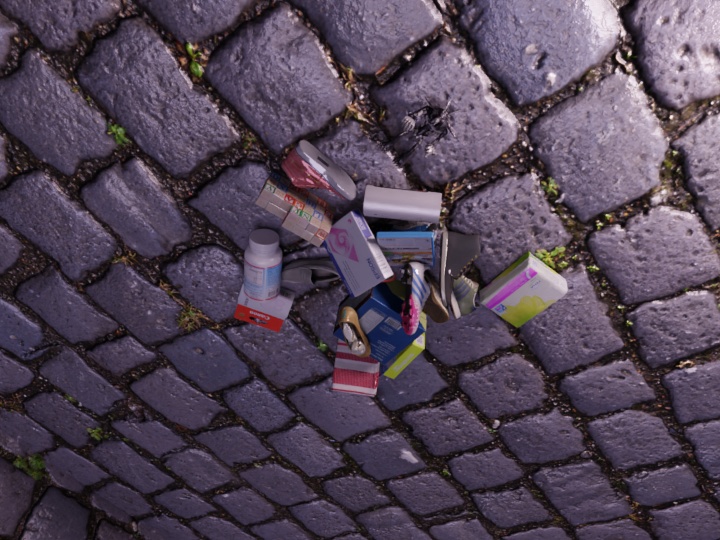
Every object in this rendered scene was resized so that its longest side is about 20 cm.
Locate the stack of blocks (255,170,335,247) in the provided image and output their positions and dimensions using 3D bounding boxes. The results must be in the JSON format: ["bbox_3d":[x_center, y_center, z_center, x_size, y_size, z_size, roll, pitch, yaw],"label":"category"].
[{"bbox_3d":[-0.170,-0.161,1.570,0.199,0.116,0.059,30,129,-15],"label":"stack of blocks"}]

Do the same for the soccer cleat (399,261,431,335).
[{"bbox_3d":[0.157,0.076,1.636,0.086,0.070,0.202,-3,99,-24],"label":"soccer cleat"}]

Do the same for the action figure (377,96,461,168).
[{"bbox_3d":[0.140,-0.317,1.395,0.200,0.102,0.119,-35,106,34],"label":"action figure"}]

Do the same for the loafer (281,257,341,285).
[{"bbox_3d":[-0.143,0.007,1.736,0.199,0.070,0.070,-10,128,18],"label":"loafer"}]

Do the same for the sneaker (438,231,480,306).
[{"bbox_3d":[0.265,-0.003,1.597,0.105,0.075,0.202,3,88,4],"label":"sneaker"}]

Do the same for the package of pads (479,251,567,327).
[{"bbox_3d":[0.456,0.060,1.678,0.154,0.068,0.200,32,128,-16],"label":"package of pads"}]

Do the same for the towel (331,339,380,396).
[{"bbox_3d":[-0.009,0.283,1.876,0.143,0.201,0.023,7,162,4],"label":"towel"}]

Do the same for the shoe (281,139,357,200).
[{"bbox_3d":[-0.105,-0.235,1.529,0.200,0.072,0.091,40,127,-16],"label":"shoe"}]

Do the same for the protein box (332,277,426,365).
[{"bbox_3d":[0.059,0.138,1.769,0.198,0.135,0.200,32,128,-17],"label":"protein box"}]

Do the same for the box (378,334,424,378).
[{"bbox_3d":[0.127,0.244,1.855,0.047,0.122,0.200,26,130,-15],"label":"box"}]

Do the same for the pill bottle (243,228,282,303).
[{"bbox_3d":[-0.278,-0.014,1.714,0.108,0.109,0.201,11,126,1],"label":"pill bottle"}]

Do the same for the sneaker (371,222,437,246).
[{"bbox_3d":[0.112,-0.077,1.623,0.199,0.075,0.087,-3,135,12],"label":"sneaker"}]

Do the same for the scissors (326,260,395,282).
[{"bbox_3d":[0.000,0.000,1.689,0.198,0.074,0.014,-1,158,-4],"label":"scissors"}]

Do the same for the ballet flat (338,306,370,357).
[{"bbox_3d":[-0.022,0.192,1.698,0.068,0.063,0.201,-9,127,18],"label":"ballet flat"}]

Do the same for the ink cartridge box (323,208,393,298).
[{"bbox_3d":[-0.025,-0.035,1.604,0.200,0.043,0.197,-33,84,47],"label":"ink cartridge box"}]

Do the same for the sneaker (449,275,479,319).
[{"bbox_3d":[0.288,0.041,1.702,0.089,0.067,0.201,-17,119,-1],"label":"sneaker"}]

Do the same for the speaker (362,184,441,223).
[{"bbox_3d":[0.108,-0.169,1.538,0.199,0.081,0.082,7,131,5],"label":"speaker"}]

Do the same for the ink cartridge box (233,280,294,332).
[{"bbox_3d":[-0.308,0.120,1.878,0.162,0.057,0.201,20,126,-7],"label":"ink cartridge box"}]

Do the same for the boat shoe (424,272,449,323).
[{"bbox_3d":[0.194,0.061,1.726,0.074,0.067,0.201,-18,118,28],"label":"boat shoe"}]

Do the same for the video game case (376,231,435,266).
[{"bbox_3d":[0.124,-0.054,1.586,0.142,0.018,0.200,0,159,9],"label":"video game case"}]
